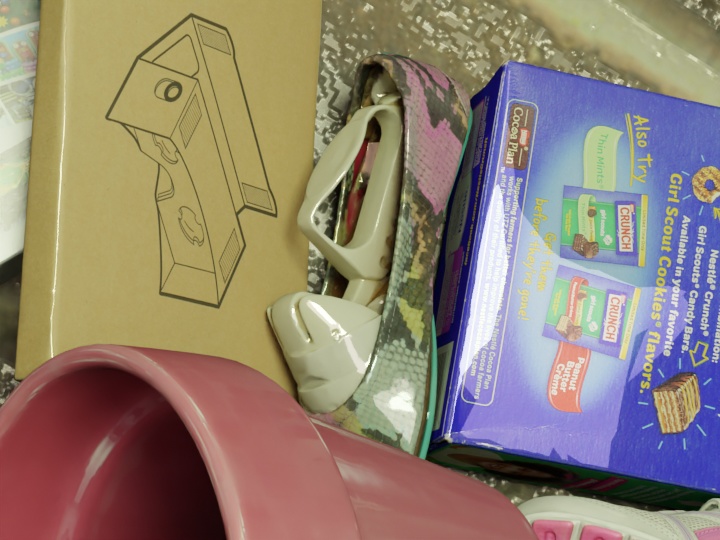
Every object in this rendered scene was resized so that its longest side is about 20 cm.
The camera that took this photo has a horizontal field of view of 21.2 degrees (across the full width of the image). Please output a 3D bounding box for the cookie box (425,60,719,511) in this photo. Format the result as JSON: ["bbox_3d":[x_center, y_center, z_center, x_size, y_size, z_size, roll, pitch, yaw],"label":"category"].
[{"bbox_3d":[0.137,0.016,0.853,0.200,0.075,0.171,12,79,-9],"label":"cookie box"}]

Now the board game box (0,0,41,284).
[{"bbox_3d":[-0.204,-0.082,0.808,0.147,0.064,0.200,-32,88,-15],"label":"board game box"}]

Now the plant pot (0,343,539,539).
[{"bbox_3d":[-0.032,0.134,0.709,0.179,0.200,0.200,10,77,-40],"label":"plant pot"}]

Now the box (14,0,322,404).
[{"bbox_3d":[-0.074,-0.043,0.795,0.163,0.021,0.200,16,74,-54],"label":"box"}]

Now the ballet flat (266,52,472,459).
[{"bbox_3d":[0.000,0.000,0.827,0.071,0.069,0.200,21,72,-36],"label":"ballet flat"}]

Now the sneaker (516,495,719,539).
[{"bbox_3d":[0.145,0.135,0.789,0.200,0.088,0.081,21,117,-9],"label":"sneaker"}]
